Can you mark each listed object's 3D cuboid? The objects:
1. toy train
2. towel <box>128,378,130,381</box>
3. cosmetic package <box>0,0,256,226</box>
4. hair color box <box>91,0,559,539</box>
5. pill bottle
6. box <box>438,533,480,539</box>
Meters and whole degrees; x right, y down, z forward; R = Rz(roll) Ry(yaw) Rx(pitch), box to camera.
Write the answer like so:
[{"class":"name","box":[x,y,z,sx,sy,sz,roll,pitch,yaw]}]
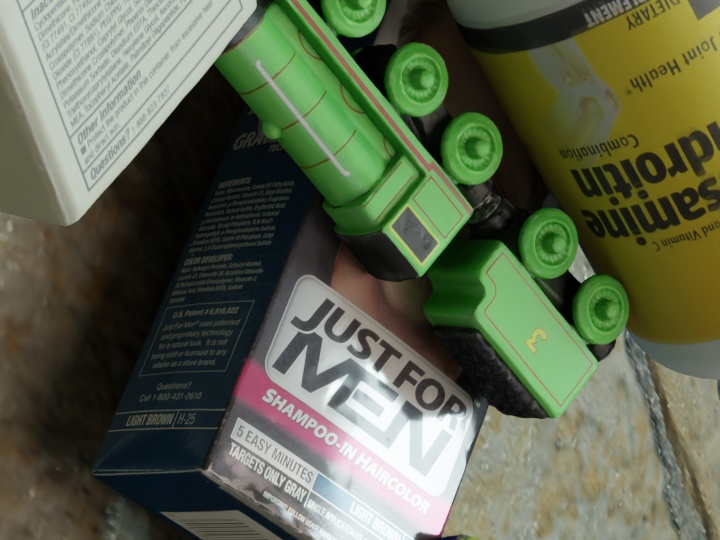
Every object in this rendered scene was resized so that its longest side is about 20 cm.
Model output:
[{"class":"toy train","box":[0.011,-0.033,0.743,0.056,0.042,0.200,-50,115,-20]},{"class":"towel","box":[-0.001,0.011,0.875,0.201,0.049,0.148,-63,147,-26]},{"class":"cosmetic package","box":[-0.107,-0.123,0.608,0.103,0.087,0.201,-52,142,-37]},{"class":"hair color box","box":[0.000,0.000,0.794,0.100,0.060,0.201,37,62,-33]},{"class":"pill bottle","box":[0.119,-0.037,0.789,0.112,0.112,0.201,-50,117,-40]},{"class":"box","box":[0.010,0.155,0.825,0.122,0.047,0.200,-66,-173,-13]}]
